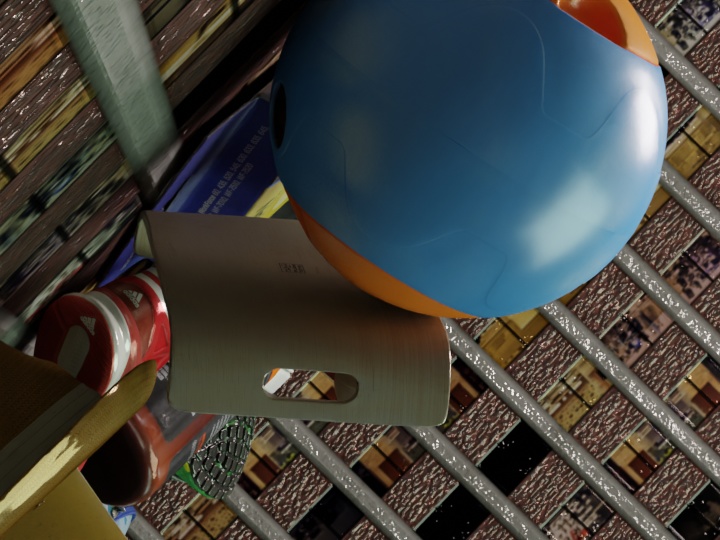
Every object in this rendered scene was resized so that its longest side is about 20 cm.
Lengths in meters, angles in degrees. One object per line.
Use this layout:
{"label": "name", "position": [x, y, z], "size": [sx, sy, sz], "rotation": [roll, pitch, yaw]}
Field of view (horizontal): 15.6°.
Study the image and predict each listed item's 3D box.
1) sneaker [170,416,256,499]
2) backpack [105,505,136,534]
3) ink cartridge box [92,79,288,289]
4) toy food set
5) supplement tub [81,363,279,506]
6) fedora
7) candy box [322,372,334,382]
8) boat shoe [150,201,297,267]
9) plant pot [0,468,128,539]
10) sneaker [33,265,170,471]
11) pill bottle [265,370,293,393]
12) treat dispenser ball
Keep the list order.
{"label": "sneaker", "position": [-0.143, 0.108, 1.862], "size": [0.200, 0.085, 0.078], "rotation": [28, 78, -56]}
{"label": "backpack", "position": [-0.234, 0.214, 1.822], "size": [0.183, 0.147, 0.200], "rotation": [-43, -179, 10]}
{"label": "ink cartridge box", "position": [-0.049, -0.071, 1.515], "size": [0.200, 0.047, 0.198], "rotation": [-47, 179, -36]}
{"label": "toy food set", "position": [-0.041, 0.026, 1.390], "size": [0.200, 0.143, 0.061], "rotation": [-115, -149, -66]}
{"label": "supplement tub", "position": [-0.116, 0.055, 1.683], "size": [0.200, 0.107, 0.107], "rotation": [-43, 176, -41]}
{"label": "fedora", "position": [-0.191, 0.091, 1.320], "size": [0.201, 0.082, 0.201], "rotation": [-43, -179, 1]}
{"label": "candy box", "position": [0.000, 0.000, 1.841], "size": [0.115, 0.055, 0.200], "rotation": [-49, -172, 7]}
{"label": "boat shoe", "position": [-0.072, -0.022, 1.649], "size": [0.060, 0.076, 0.200], "rotation": [-48, -171, 50]}
{"label": "plant pot", "position": [-0.239, 0.216, 1.480], "size": [0.176, 0.200, 0.200], "rotation": [-28, 167, -38]}
{"label": "sneaker", "position": [-0.142, 0.065, 1.519], "size": [0.115, 0.078, 0.200], "rotation": [-24, 165, -38]}
{"label": "pill bottle", "position": [-0.031, -0.002, 2.096], "size": [0.200, 0.112, 0.112], "rotation": [-46, 177, 2]}
{"label": "treat dispenser ball", "position": [0.054, -0.076, 1.326], "size": [0.201, 0.201, 0.201], "rotation": [-46, 177, -3]}
